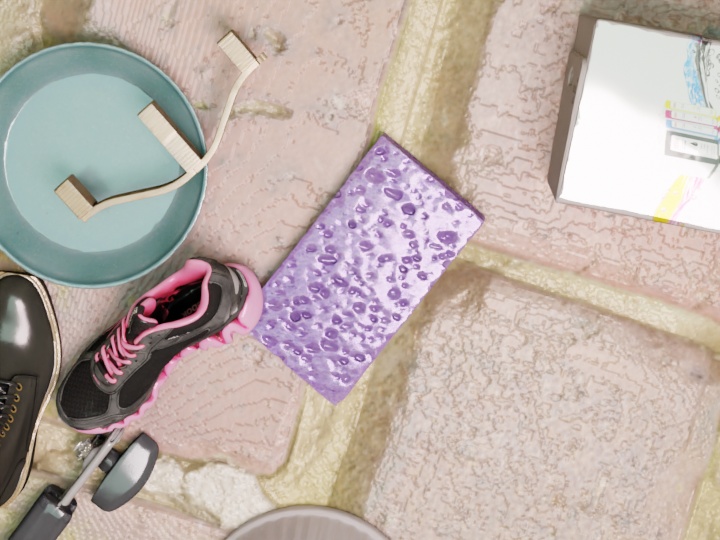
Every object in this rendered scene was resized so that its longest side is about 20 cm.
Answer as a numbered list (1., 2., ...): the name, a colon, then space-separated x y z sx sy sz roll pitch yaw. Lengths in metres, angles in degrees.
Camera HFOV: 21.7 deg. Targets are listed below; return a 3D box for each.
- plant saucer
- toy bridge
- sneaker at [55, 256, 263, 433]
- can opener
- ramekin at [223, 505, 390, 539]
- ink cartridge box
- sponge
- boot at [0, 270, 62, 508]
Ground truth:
1. plant saucer: -0.222 -0.087 1.544 0.198 0.036 0.202 0 99 1
2. toy bridge: -0.150 -0.106 1.507 0.200 0.027 0.067 -41 98 7
3. sneaker: -0.176 0.055 1.523 0.200 0.095 0.079 -39 68 7
4. can opener: -0.251 0.210 1.579 0.066 0.053 0.200 41 98 -5
5. ramekin: -0.047 0.304 1.565 0.201 0.094 0.204 0 98 2
6. ink cartridge box: 0.256 -0.110 1.468 0.198 0.147 0.146 11 99 1
7. sponge: 0.000 0.000 1.552 0.111 0.030 0.200 38 99 -3
8. boot: -0.293 0.108 1.523 0.077 0.138 0.202 5 98 1
